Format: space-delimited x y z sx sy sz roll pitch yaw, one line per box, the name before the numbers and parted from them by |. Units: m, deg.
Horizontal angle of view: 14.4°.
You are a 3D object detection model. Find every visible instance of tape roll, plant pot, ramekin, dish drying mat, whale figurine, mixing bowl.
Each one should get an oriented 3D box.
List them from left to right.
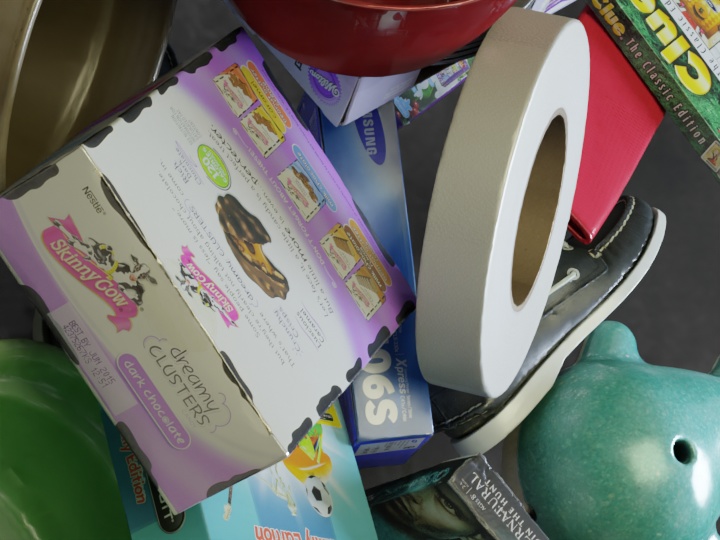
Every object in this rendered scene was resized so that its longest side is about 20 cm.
plant pot | -0.203 -0.130 1.374 0.173 0.200 0.200 20 62 13
ramekin | -0.166 0.141 1.336 0.200 0.098 0.200 38 37 -36
mixing bowl | 0.003 -0.168 1.396 0.200 0.108 0.200 5 53 -6
tape roll | 0.075 -0.035 1.456 0.037 0.203 0.203 13 64 14
dish drying mat | 0.137 -0.096 1.635 0.077 0.018 0.200 46 42 -12
whale figurine | 0.176 0.098 1.584 0.200 0.104 0.159 -21 87 -33

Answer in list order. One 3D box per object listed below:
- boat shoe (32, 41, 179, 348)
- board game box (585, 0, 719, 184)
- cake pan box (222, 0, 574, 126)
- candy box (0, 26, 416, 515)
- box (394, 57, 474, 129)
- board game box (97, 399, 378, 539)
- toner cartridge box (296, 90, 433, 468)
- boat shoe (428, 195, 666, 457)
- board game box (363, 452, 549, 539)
boat shoe | -0.120 -0.042 1.472 0.074 0.066 0.199 25 65 -23
board game box | 0.188 -0.147 1.686 0.200 0.023 0.105 53 43 -2
cake pan box | 0.005 -0.186 1.512 0.184 0.052 0.200 -29 69 -29
candy box | -0.071 -0.005 1.339 0.168 0.072 0.200 58 27 -7
box | 0.004 -0.191 1.603 0.137 0.039 0.200 -38 96 -31
board game box | -0.058 0.100 1.395 0.151 0.047 0.200 17 50 -54
toner cartridge box | 0.000 0.000 1.510 0.043 0.095 0.200 -4 78 -11
boat shoe | 0.099 0.017 1.579 0.060 0.076 0.200 47 54 -11
board game box | 0.080 0.188 1.484 0.200 0.135 0.028 50 58 -8
